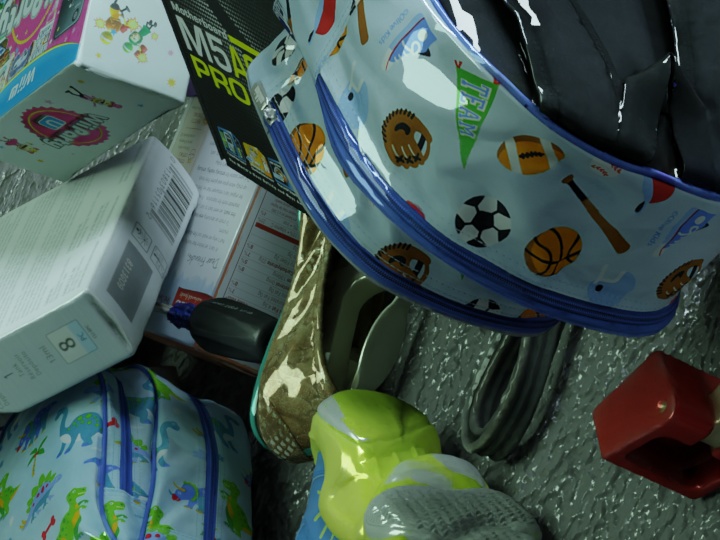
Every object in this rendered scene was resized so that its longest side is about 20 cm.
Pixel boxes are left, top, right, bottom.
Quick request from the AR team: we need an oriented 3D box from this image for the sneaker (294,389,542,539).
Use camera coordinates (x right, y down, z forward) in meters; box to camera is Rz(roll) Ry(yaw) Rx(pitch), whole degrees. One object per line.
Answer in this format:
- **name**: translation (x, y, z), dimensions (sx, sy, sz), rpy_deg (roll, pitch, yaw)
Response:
- **sneaker**: translation (0.020, 0.132, 1.177), dimensions (0.200, 0.075, 0.106), rpy_deg (-122, 45, -65)

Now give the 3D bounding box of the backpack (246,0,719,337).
- **backpack**: translation (0.056, -0.064, 1.019), dimensions (0.155, 0.199, 0.191), rpy_deg (-62, 32, 26)

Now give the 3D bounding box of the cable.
- **cable**: translation (0.084, -0.019, 1.187), dimensions (0.200, 0.050, 0.097), rpy_deg (-57, 29, 16)

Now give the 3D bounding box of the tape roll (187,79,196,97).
- **tape roll**: translation (-0.090, -0.200, 1.522), dimensions (0.200, 0.065, 0.201), rpy_deg (-44, 35, 42)

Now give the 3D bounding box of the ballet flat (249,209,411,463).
- **ballet flat**: translation (0.000, 0.000, 1.344), dimensions (0.065, 0.070, 0.201), rpy_deg (-5, 63, 32)

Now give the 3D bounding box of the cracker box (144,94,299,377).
- **cracker box**: translation (-0.056, -0.050, 1.484), dimensions (0.134, 0.058, 0.201), rpy_deg (15, 81, 63)

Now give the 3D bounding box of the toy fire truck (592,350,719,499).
- **toy fire truck**: translation (0.162, -0.023, 1.039), dimensions (0.200, 0.049, 0.141), rpy_deg (-46, 32, 35)

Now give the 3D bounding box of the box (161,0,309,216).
- **box**: translation (-0.012, -0.083, 1.244), dimensions (0.044, 0.161, 0.200), rpy_deg (-38, 44, -20)

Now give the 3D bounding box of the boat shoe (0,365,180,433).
- **boat shoe**: translation (-0.159, 0.098, 1.564), dimensions (0.200, 0.071, 0.070), rpy_deg (-19, 79, 53)

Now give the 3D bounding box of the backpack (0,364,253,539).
- **backpack**: translation (-0.119, 0.136, 1.373), dimensions (0.163, 0.153, 0.200), rpy_deg (-51, 10, 37)

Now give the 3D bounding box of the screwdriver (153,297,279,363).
- **screwdriver**: translation (-0.105, 0.022, 1.414), dimensions (0.199, 0.028, 0.029), rpy_deg (9, 49, 47)

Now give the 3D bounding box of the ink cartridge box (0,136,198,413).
- **ink cartridge box**: translation (-0.186, 0.025, 1.427), dimensions (0.199, 0.047, 0.160), rpy_deg (-28, 23, 24)

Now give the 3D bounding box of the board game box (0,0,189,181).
- **board game box**: translation (-0.130, -0.163, 1.427), dimensions (0.147, 0.064, 0.201), rpy_deg (-26, 50, 57)
